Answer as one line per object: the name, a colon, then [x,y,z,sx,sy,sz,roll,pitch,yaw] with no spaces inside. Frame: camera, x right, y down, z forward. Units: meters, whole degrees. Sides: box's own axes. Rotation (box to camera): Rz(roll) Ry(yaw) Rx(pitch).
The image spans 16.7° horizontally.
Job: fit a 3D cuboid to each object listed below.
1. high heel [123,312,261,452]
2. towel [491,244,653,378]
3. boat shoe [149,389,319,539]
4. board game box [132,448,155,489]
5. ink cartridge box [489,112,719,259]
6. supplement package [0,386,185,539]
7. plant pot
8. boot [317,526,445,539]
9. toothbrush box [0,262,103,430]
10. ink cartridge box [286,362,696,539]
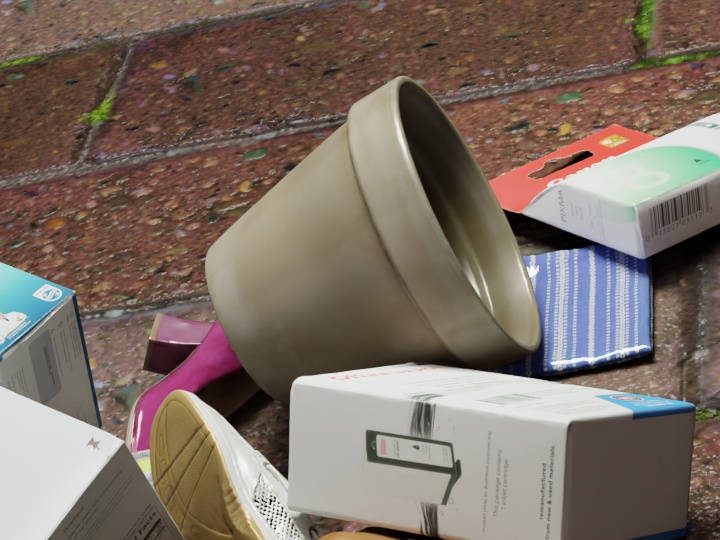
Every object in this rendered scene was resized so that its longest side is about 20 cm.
high heel: [-0.108,0.106,1.656,0.096,0.068,0.201,13,47,-4]
towel: [0.102,0.030,1.697,0.199,0.024,0.145,-10,31,12]
boat shoe: [-0.064,0.154,1.501,0.069,0.071,0.200,3,41,-40]
board game box: [-0.201,0.184,1.550,0.199,0.032,0.121,-13,58,8]
ink cartridge box: [0.194,-0.078,1.786,0.160,0.050,0.200,-24,30,-30]
supplement package: [-0.234,0.182,1.460,0.155,0.111,0.200,20,60,34]
plant pot: [0.000,0.000,1.628,0.173,0.200,0.200,-27,26,16]
boot: [0.059,0.200,1.380,0.199,0.074,0.155,31,11,11]
toothbrush box: [-0.283,0.064,1.687,0.199,0.147,0.085,18,43,30]
ink cartridge box: [0.076,0.110,1.458,0.199,0.085,0.146,6,5,38]
